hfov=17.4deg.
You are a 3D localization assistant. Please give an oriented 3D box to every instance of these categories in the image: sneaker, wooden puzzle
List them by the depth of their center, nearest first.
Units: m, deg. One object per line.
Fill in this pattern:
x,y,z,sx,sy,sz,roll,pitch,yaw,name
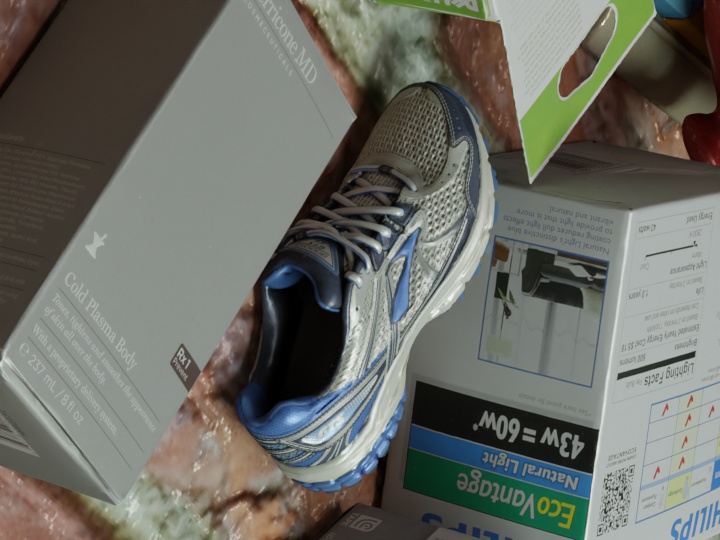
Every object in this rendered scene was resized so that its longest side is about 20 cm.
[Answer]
0.000,0.000,1.088,0.085,0.077,0.201,34,72,-52,sneaker
0.200,-0.198,1.366,0.185,0.037,0.201,26,79,-58,wooden puzzle

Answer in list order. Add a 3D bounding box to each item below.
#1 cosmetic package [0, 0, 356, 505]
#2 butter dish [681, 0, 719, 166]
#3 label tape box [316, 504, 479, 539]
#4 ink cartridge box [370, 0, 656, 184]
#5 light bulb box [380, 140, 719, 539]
-0.094,-0.024,0.917,0.201,0.090,0.107,-59,141,-22,cosmetic package
0.252,-0.098,1.327,0.199,0.147,0.201,41,25,-55,butter dish
0.069,0.212,1.139,0.063,0.199,0.145,-36,130,-46,label tape box
0.069,-0.166,1.133,0.148,0.075,0.201,-53,142,-35,ink cartridge box
0.119,0.045,1.244,0.198,0.124,0.201,-10,111,-57,light bulb box
